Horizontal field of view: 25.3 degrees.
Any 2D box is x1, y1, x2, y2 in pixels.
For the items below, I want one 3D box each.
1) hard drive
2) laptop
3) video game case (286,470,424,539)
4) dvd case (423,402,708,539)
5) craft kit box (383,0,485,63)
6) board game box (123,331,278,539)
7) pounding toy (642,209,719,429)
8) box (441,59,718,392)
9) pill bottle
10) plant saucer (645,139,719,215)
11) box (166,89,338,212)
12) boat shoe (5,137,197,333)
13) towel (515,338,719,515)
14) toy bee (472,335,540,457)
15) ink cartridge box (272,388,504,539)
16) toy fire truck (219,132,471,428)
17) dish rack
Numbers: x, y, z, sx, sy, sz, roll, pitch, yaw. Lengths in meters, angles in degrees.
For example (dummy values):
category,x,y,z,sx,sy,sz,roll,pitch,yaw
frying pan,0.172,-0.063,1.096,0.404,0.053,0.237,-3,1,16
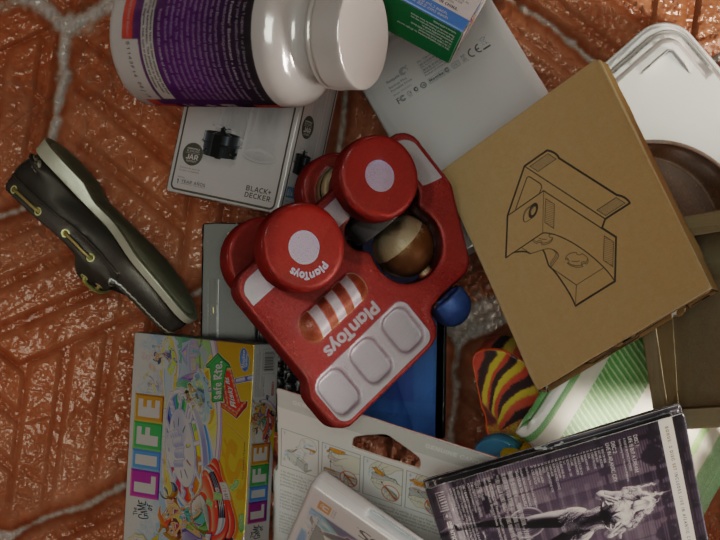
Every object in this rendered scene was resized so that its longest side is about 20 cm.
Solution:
category,x,y,z,sx,sy,sz,roll,pitch,yaw
hard drive,0.089,-0.128,1.331,0.131,0.025,0.201,-31,74,5
laptop,-0.033,0.049,1.324,0.198,0.103,0.179,1,90,-5
video game case,0.017,0.265,1.284,0.181,0.201,0.023,34,52,9
dvd case,0.159,0.187,1.219,0.198,0.016,0.150,-16,123,3
craft kit box,0.028,-0.287,1.298,0.199,0.049,0.198,29,57,3
board game box,-0.134,0.156,1.333,0.134,0.034,0.202,3,90,36
pounding toy,0.307,0.052,1.217,0.183,0.141,0.202,-9,88,46
box,0.161,-0.032,1.221,0.163,0.021,0.201,-34,67,28
pill bottle,-0.084,-0.181,1.237,0.198,0.111,0.113,4,90,28
plant saucer,0.221,-0.011,1.299,0.198,0.035,0.202,-4,108,-11
box,-0.080,-0.151,1.329,0.116,0.060,0.202,11,91,28
boat shoe,-0.218,-0.019,1.354,0.061,0.072,0.201,-42,81,6
towel,0.223,0.127,1.289,0.200,0.023,0.153,42,72,-28
toy bee,0.149,0.152,1.314,0.108,0.131,0.201,3,129,18
ink cartridge box,0.025,0.181,1.286,0.198,0.044,0.175,16,124,19
toy fire truck,0.000,0.000,1.237,0.200,0.112,0.168,-42,101,-21
dish rack,0.239,-0.092,1.341,0.200,0.044,0.172,-41,88,2
